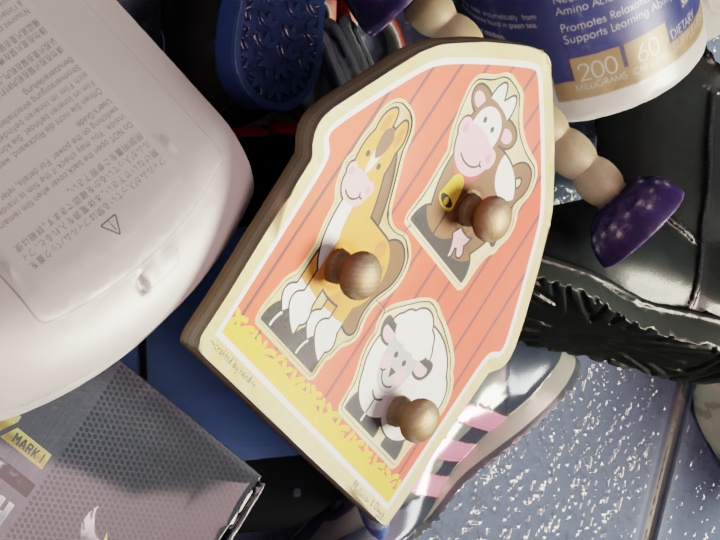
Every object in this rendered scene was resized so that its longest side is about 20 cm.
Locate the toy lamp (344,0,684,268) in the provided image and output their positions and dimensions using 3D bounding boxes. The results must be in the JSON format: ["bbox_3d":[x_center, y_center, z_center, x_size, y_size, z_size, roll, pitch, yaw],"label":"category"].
[{"bbox_3d":[0.060,-0.088,1.141,0.200,0.058,0.058,47,71,-5],"label":"toy lamp"}]

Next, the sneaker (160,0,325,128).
[{"bbox_3d":[-0.047,-0.154,1.097,0.070,0.078,0.200,31,62,-36],"label":"sneaker"}]

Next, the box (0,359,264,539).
[{"bbox_3d":[-0.158,0.091,1.007,0.200,0.051,0.158,42,68,-20],"label":"box"}]

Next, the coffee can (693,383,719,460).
[{"bbox_3d":[0.303,0.044,1.394,0.200,0.146,0.146,-45,127,-19],"label":"coffee can"}]

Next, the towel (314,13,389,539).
[{"bbox_3d":[0.000,0.000,1.128,0.024,0.147,0.200,-4,116,-8],"label":"towel"}]

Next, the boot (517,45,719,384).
[{"bbox_3d":[0.118,-0.045,1.235,0.200,0.076,0.169,16,65,-32],"label":"boot"}]

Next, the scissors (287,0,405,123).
[{"bbox_3d":[-0.013,-0.164,1.150,0.073,0.014,0.200,-20,118,-31],"label":"scissors"}]

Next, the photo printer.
[{"bbox_3d":[-0.148,-0.050,0.962,0.200,0.069,0.166,47,56,0],"label":"photo printer"}]

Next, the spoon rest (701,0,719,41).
[{"bbox_3d":[0.160,-0.194,1.267,0.099,0.061,0.200,-48,142,-16],"label":"spoon rest"}]

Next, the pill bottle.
[{"bbox_3d":[0.089,-0.179,1.166,0.111,0.111,0.200,-36,124,-26],"label":"pill bottle"}]

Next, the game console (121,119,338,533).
[{"bbox_3d":[-0.092,0.033,1.081,0.176,0.031,0.200,-7,119,-13],"label":"game console"}]

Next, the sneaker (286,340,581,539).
[{"bbox_3d":[0.017,0.078,1.232,0.200,0.070,0.082,-43,110,-24],"label":"sneaker"}]

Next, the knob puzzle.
[{"bbox_3d":[0.030,-0.009,1.041,0.219,0.030,0.220,-26,126,-41],"label":"knob puzzle"}]
